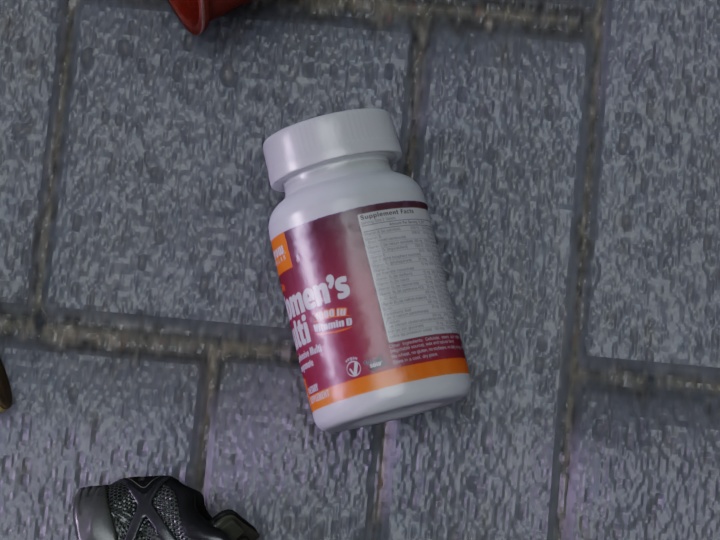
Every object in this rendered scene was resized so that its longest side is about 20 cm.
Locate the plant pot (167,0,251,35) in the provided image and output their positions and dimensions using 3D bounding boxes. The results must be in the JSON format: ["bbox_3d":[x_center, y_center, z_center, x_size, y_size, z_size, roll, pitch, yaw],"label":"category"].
[{"bbox_3d":[-0.056,-0.288,1.398,0.195,0.201,0.201,-22,81,-11],"label":"plant pot"}]

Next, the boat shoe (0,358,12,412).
[{"bbox_3d":[-0.312,0.023,1.392,0.068,0.072,0.200,-35,100,5],"label":"boat shoe"}]

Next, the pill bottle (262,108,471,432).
[{"bbox_3d":[0.000,0.000,1.383,0.109,0.110,0.200,-14,81,-2],"label":"pill bottle"}]

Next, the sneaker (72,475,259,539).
[{"bbox_3d":[-0.117,0.230,1.364,0.114,0.076,0.200,-14,76,4],"label":"sneaker"}]
